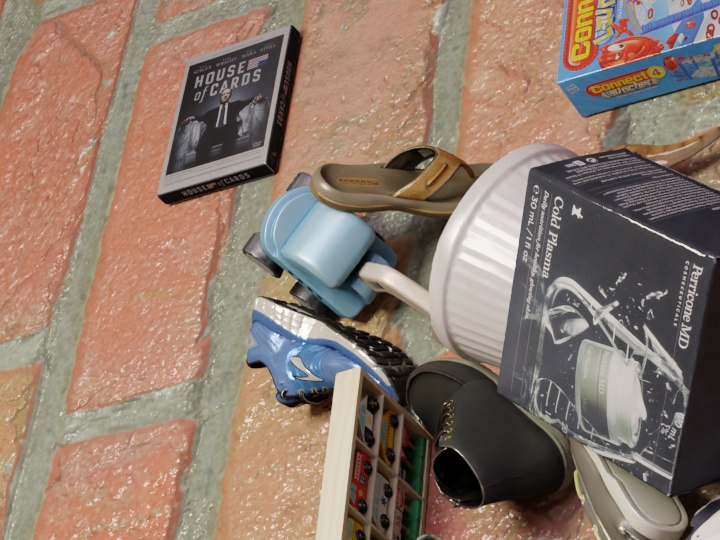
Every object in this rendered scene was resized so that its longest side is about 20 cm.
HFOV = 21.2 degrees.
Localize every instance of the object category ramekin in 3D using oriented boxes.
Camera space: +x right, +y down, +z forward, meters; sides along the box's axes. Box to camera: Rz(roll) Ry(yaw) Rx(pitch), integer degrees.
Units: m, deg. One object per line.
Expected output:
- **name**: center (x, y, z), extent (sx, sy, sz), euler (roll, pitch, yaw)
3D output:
- **ramekin**: center (0.159, 0.000, 1.634), extent (0.094, 0.202, 0.203), euler (29, 77, 38)

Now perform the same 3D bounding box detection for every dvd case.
- **dvd case**: center (-0.146, -0.174, 2.143), extent (0.150, 0.025, 0.201), euler (-15, 50, 29)

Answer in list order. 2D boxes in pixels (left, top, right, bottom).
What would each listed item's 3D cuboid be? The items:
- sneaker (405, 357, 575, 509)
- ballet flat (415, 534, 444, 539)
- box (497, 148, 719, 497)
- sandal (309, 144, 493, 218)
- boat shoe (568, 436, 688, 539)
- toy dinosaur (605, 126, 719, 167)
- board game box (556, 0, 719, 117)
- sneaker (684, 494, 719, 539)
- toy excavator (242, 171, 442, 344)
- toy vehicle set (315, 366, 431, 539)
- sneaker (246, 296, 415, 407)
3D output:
- **sneaker**: center (0.081, 0.134, 1.636), extent (0.200, 0.106, 0.075), euler (29, 121, 47)
- **ballet flat**: center (0.093, 0.278, 1.542), extent (0.074, 0.074, 0.200), euler (-48, 42, -4)
- **box**: center (0.223, 0.035, 1.491), extent (0.196, 0.123, 0.201), euler (29, 121, 43)
- **sandal**: center (0.052, -0.091, 1.818), extent (0.199, 0.054, 0.080), euler (1, 32, -12)
- **boat shoe**: center (0.204, 0.168, 1.548), extent (0.202, 0.072, 0.061), euler (-109, 35, -58)
- **toy dinosaur**: center (0.250, -0.094, 1.732), extent (0.199, 0.060, 0.107), euler (-11, 50, 32)
- **board game box**: center (0.292, -0.262, 1.837), extent (0.195, 0.056, 0.201), euler (-14, 50, 30)
- **sneaker**: center (0.299, 0.229, 1.418), extent (0.129, 0.079, 0.200), euler (-31, 43, 18)
- **toy excavator**: center (0.000, 0.000, 1.816), extent (0.100, 0.194, 0.200), euler (-52, 14, -9)
- **toy vehicle set**: center (0.012, 0.200, 1.638), extent (0.026, 0.124, 0.201), euler (-16, 49, 28)
- **sneaker**: center (-0.030, 0.094, 1.807), extent (0.199, 0.078, 0.090), euler (22, 97, 39)
